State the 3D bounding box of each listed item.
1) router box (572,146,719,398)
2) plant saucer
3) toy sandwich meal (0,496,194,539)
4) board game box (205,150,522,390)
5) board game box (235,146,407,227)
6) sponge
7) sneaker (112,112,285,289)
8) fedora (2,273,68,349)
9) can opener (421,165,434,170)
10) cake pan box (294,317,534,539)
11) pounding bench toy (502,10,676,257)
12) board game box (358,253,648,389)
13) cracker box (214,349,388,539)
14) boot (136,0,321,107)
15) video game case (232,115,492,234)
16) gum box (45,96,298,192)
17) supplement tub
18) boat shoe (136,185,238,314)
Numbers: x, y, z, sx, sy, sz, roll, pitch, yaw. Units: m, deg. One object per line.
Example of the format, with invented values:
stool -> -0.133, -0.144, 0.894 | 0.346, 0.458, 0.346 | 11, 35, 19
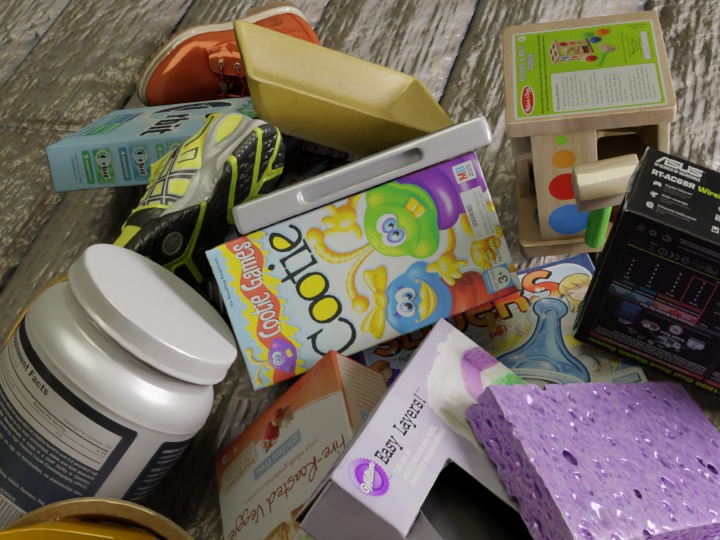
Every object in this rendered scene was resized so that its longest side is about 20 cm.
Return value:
router box -> 0.254, 0.020, 0.713 | 0.198, 0.151, 0.063 | 23, 55, 11
plant saucer -> -0.022, -0.153, 0.973 | 0.197, 0.049, 0.200 | 15, 22, -17
toy sandwich meal -> -0.172, 0.232, 0.641 | 0.202, 0.070, 0.209 | 0, 87, 1
board game box -> 0.000, 0.000, 0.781 | 0.197, 0.106, 0.103 | -21, 2, -4
board game box -> -0.042, -0.060, 0.940 | 0.105, 0.024, 0.199 | -41, 33, -22
sponge -> 0.165, 0.121, 0.672 | 0.198, 0.030, 0.112 | 4, 43, -39
sneaker -> -0.145, -0.046, 0.857 | 0.076, 0.076, 0.200 | 26, 62, 33
fedora -> -0.220, 0.059, 0.868 | 0.197, 0.082, 0.202 | -7, 46, 8
can opener -> 0.017, -0.012, 0.894 | 0.199, 0.054, 0.066 | -40, 34, -23
cake pan box -> 0.077, 0.140, 0.644 | 0.183, 0.053, 0.200 | 36, 34, 6
pounding bench toy -> 0.181, -0.075, 0.846 | 0.122, 0.157, 0.202 | -4, 45, 10
board game box -> 0.100, 0.069, 0.816 | 0.197, 0.035, 0.136 | -15, 46, 0
cracker box -> -0.025, 0.171, 0.689 | 0.134, 0.057, 0.202 | -44, 40, 25
boot -> -0.129, -0.204, 1.104 | 0.198, 0.076, 0.108 | -27, 52, -13
video game case -> 0.006, -0.075, 0.804 | 0.180, 0.023, 0.200 | -20, 5, 6
gum box -> -0.164, -0.121, 1.002 | 0.197, 0.045, 0.170 | -5, 18, 10
supplement tub -> -0.189, 0.099, 0.733 | 0.201, 0.140, 0.141 | -52, 48, 12
boat shoe -> -0.149, -0.022, 0.933 | 0.070, 0.073, 0.200 | -11, 33, -19
